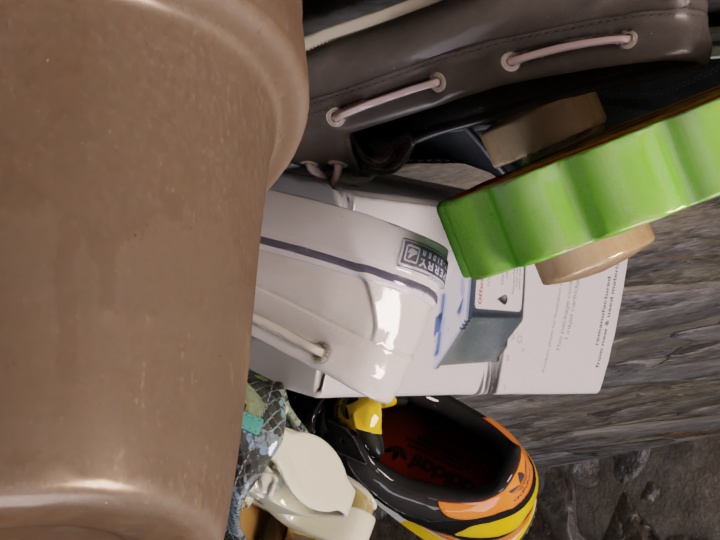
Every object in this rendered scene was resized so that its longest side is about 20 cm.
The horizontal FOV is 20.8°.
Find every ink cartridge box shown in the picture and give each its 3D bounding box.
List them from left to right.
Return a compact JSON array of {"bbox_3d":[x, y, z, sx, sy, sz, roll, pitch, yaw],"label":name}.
[{"bbox_3d":[0.000,0.000,0.852,0.146,0.086,0.200,14,-172,40],"label":"ink cartridge box"}]

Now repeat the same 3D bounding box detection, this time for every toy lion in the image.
[{"bbox_3d":[0.122,-0.047,0.660,0.199,0.069,0.192,-22,-178,1],"label":"toy lion"}]

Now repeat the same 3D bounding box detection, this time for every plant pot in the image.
[{"bbox_3d":[-0.102,0.003,0.549,0.199,0.175,0.200,-8,153,-4],"label":"plant pot"}]

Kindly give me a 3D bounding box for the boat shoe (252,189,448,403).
[{"bbox_3d":[-0.061,0.002,0.698,0.199,0.066,0.072,13,172,30],"label":"boat shoe"}]

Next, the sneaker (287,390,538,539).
[{"bbox_3d":[-0.012,0.063,0.884,0.199,0.070,0.090,21,158,9],"label":"sneaker"}]

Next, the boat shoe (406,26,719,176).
[{"bbox_3d":[0.076,-0.056,0.791,0.199,0.063,0.075,-6,173,5],"label":"boat shoe"}]

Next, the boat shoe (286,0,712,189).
[{"bbox_3d":[0.023,-0.060,0.657,0.200,0.057,0.067,-23,171,26],"label":"boat shoe"}]

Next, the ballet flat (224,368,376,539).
[{"bbox_3d":[-0.030,0.093,0.782,0.074,0.075,0.200,-10,156,13],"label":"ballet flat"}]
